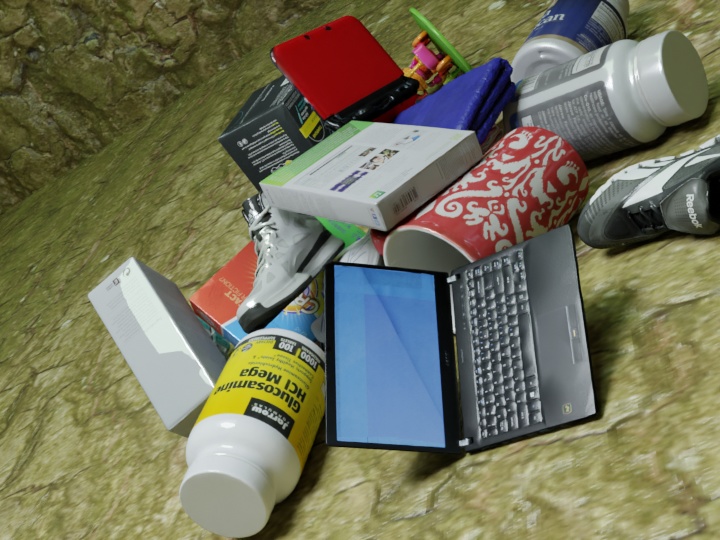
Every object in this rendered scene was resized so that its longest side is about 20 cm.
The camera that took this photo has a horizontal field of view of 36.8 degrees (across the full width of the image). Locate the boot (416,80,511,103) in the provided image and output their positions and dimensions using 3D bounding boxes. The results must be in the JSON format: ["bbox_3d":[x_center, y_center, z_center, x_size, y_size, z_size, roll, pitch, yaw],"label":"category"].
[{"bbox_3d":[0.112,-0.199,1.498,0.168,0.076,0.200,-16,22,36],"label":"boot"}]

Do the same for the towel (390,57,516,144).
[{"bbox_3d":[0.086,-0.151,1.232,0.200,0.050,0.148,-23,34,54],"label":"towel"}]

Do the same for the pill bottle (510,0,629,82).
[{"bbox_3d":[0.277,-0.293,1.393,0.111,0.111,0.200,-15,30,44],"label":"pill bottle"}]

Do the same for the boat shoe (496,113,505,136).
[{"bbox_3d":[0.146,-0.116,1.300,0.200,0.071,0.065,-54,29,-15],"label":"boat shoe"}]

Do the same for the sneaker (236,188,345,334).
[{"bbox_3d":[-0.105,-0.017,1.175,0.076,0.115,0.201,-42,4,35],"label":"sneaker"}]

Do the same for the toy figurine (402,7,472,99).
[{"bbox_3d":[0.071,-0.298,1.738,0.184,0.150,0.200,-44,-2,8],"label":"toy figurine"}]

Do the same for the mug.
[{"bbox_3d":[0.118,-0.060,1.096,0.200,0.177,0.133,-45,-20,-30],"label":"mug"}]

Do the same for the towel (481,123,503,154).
[{"bbox_3d":[0.089,-0.137,1.299,0.146,0.030,0.200,-47,20,6],"label":"towel"}]

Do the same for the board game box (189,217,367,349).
[{"bbox_3d":[-0.076,0.018,1.273,0.153,0.040,0.200,36,69,23],"label":"board game box"}]

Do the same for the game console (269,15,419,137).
[{"bbox_3d":[-0.025,-0.196,1.328,0.119,0.172,0.200,25,35,20],"label":"game console"}]

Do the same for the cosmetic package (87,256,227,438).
[{"bbox_3d":[-0.208,0.090,1.196,0.071,0.101,0.200,-40,61,4],"label":"cosmetic package"}]

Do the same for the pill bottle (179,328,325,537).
[{"bbox_3d":[-0.101,0.156,1.050,0.112,0.112,0.200,-25,24,28],"label":"pill bottle"}]

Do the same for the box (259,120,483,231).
[{"bbox_3d":[0.008,-0.103,1.121,0.144,0.036,0.200,-37,32,-27],"label":"box"}]

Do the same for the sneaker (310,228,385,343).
[{"bbox_3d":[0.000,0.000,1.212,0.087,0.075,0.200,-5,46,32],"label":"sneaker"}]

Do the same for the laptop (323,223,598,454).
[{"bbox_3d":[0.077,0.052,0.906,0.200,0.103,0.177,-23,55,34],"label":"laptop"}]

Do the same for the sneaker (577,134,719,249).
[{"bbox_3d":[0.284,-0.064,0.967,0.200,0.066,0.091,-24,22,24],"label":"sneaker"}]

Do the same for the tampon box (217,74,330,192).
[{"bbox_3d":[-0.077,-0.173,1.572,0.126,0.200,0.150,-22,27,32],"label":"tampon box"}]

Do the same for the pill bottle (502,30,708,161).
[{"bbox_3d":[0.265,-0.183,1.181,0.200,0.114,0.114,-15,30,43],"label":"pill bottle"}]

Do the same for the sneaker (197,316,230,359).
[{"bbox_3d":[-0.204,0.143,1.322,0.091,0.078,0.200,-54,18,21],"label":"sneaker"}]
